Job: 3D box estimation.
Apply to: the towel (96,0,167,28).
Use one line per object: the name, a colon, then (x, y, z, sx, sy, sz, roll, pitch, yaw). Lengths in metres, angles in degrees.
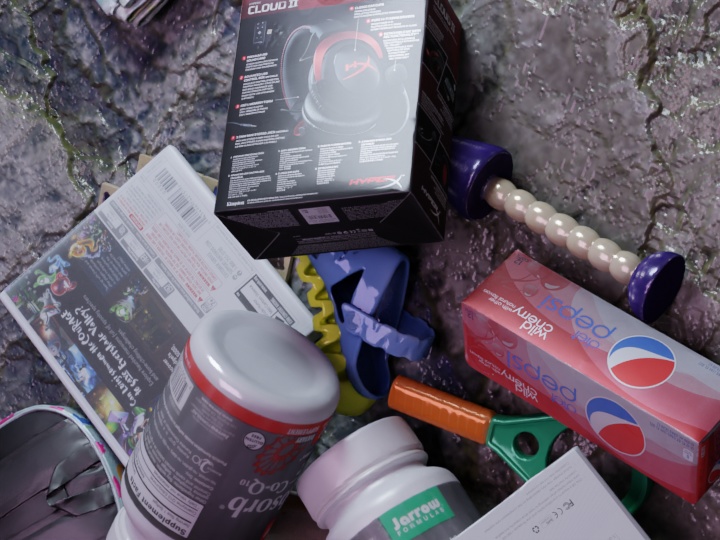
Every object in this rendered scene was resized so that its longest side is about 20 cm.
towel: (-0.176, -0.315, 1.689, 0.171, 0.048, 0.201, -42, 70, 26)

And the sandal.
sandal: (0.000, 0.000, 1.568, 0.087, 0.079, 0.202, -16, 91, 30)

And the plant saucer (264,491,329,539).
plant saucer: (-0.051, 0.265, 1.639, 0.199, 0.032, 0.202, 3, 94, 35)

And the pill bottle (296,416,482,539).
pill bottle: (0.044, 0.211, 1.520, 0.113, 0.113, 0.201, -44, 70, 28)

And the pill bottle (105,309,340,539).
pill bottle: (-0.104, 0.138, 1.546, 0.116, 0.115, 0.201, 42, 120, 25)

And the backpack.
backpack: (-0.243, 0.201, 1.695, 0.200, 0.150, 0.178, -37, 70, 26)

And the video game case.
video game case: (-0.155, 0.033, 1.652, 0.182, 0.023, 0.200, -41, 68, 1)

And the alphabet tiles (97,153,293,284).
alphabet tiles: (-0.140, 0.005, 1.703, 0.199, 0.006, 0.168, 20, 103, 33)

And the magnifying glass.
magnifying glass: (0.111, 0.118, 1.507, 0.199, 0.022, 0.080, 20, 108, 21)

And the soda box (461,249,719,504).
soda box: (0.162, 0.069, 1.446, 0.199, 0.063, 0.070, 30, 147, 29)

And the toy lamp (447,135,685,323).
toy lamp: (0.129, -0.035, 1.484, 0.199, 0.058, 0.059, 31, 109, 27)

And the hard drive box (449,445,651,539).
hard drive box: (0.138, 0.245, 1.411, 0.200, 0.155, 0.077, 52, 163, 12)

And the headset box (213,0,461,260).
headset box: (-0.012, -0.118, 1.511, 0.147, 0.075, 0.202, -6, 61, 21)
